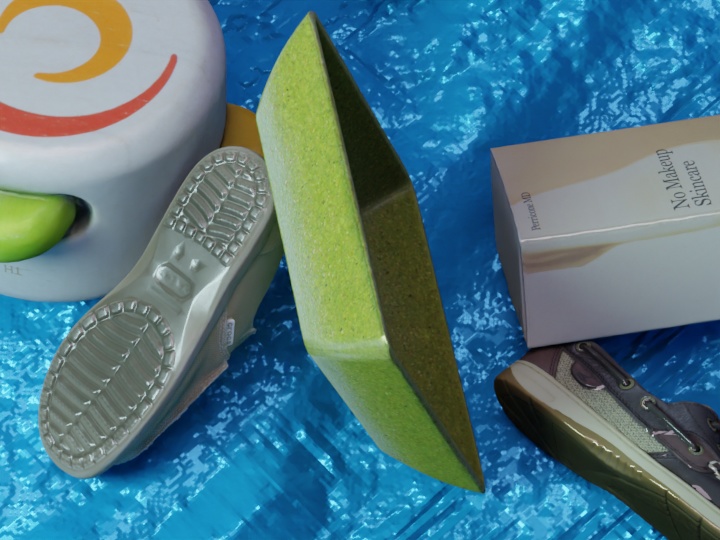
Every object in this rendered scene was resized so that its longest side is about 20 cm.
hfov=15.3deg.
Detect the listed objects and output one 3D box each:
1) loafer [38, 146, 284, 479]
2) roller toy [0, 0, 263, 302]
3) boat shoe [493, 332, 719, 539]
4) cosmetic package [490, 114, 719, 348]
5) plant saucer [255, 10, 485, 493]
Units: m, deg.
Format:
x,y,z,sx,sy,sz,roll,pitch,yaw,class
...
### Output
x,y,z,sx,sy,sz,roll,pitch,yaw,class
-0.094,0.028,1.411,0.076,0.068,0.200,44,103,30,loafer
-0.162,-0.082,1.454,0.199,0.140,0.183,-26,58,-22,roller toy
0.162,0.095,1.386,0.201,0.072,0.066,34,73,23,boat shoe
0.175,-0.027,1.432,0.199,0.071,0.105,-9,33,-4,cosmetic package
0.000,0.000,1.379,0.048,0.200,0.201,-17,61,9,plant saucer
